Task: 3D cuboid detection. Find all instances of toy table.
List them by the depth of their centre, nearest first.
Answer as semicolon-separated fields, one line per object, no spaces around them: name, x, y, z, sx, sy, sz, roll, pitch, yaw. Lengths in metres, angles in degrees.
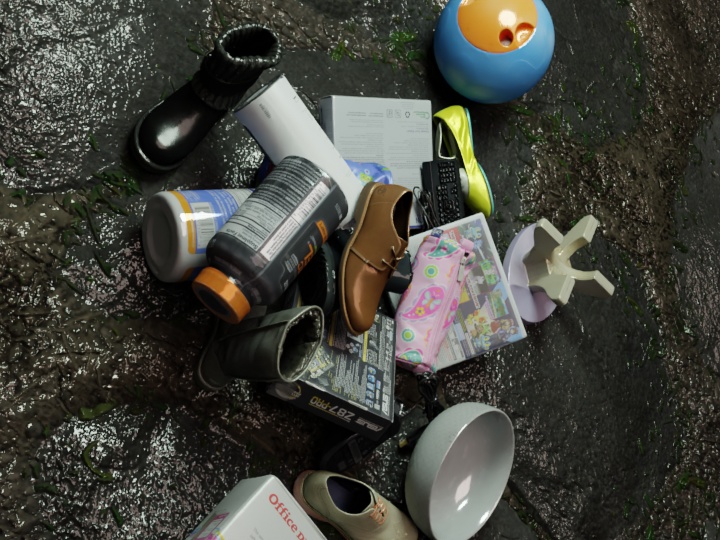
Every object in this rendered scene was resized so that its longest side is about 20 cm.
toy table;0.324;-0.009;1.510;0.183;0.117;0.202;31;60;-25

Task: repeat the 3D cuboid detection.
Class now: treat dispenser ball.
treat dispenser ball;0.221;-0.380;1.502;0.199;0.200;0.203;13;67;-33

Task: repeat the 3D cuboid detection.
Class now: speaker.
speaker;-0.072;-0.148;1.167;0.201;0.081;0.081;53;52;-18

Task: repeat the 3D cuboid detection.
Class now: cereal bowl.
cereal bowl;0.128;0.275;1.264;0.199;0.083;0.202;-23;121;-43

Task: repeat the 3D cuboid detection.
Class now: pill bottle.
pill bottle;-0.110;-0.033;1.066;0.106;0.106;0.200;46;66;-15
pill bottle;-0.167;-0.048;1.157;0.199;0.112;0.113;-6;78;-39

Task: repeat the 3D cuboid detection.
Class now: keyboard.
keyboard;0.137;-0.072;1.410;0.103;0.039;0.202;-12;97;-38

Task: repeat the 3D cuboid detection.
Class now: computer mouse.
computer mouse;0.028;0.215;1.242;0.199;0.141;0.046;-36;56;-8

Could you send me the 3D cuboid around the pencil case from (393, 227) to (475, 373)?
pencil case;0.100;0.047;1.298;0.087;0.087;0.202;26;81;-27

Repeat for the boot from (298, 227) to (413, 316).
boot;0.000;0.000;1.232;0.167;0.077;0.201;14;31;-23

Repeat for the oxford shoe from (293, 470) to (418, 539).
oxford shoe;0.007;0.321;1.187;0.199;0.074;0.071;30;59;-26

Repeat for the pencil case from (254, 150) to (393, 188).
pencil case;-0.050;-0.127;1.261;0.198;0.078;0.088;11;81;-15

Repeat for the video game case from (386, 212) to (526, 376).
video game case;0.134;0.036;1.358;0.181;0.023;0.202;-19;85;-9

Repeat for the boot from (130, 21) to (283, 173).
boot;-0.199;-0.227;1.162;0.079;0.157;0.212;44;53;-14

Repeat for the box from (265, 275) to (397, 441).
box;-0.031;0.109;1.178;0.160;0.049;0.201;27;34;-16

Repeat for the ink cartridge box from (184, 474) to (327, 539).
ink cartridge box;-0.140;0.361;1.057;0.200;0.084;0.145;-43;102;-37

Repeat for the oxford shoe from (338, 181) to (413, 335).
oxford shoe;0.022;-0.015;1.137;0.071;0.071;0.202;22;77;-54

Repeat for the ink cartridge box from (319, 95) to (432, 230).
ink cartridge box;0.029;-0.161;1.377;0.198;0.040;0.202;-5;93;-38

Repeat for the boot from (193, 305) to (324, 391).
boot;-0.115;0.065;1.099;0.072;0.199;0.183;28;60;-24

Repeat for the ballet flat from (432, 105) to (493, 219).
ballet flat;0.162;-0.175;1.487;0.066;0.067;0.202;-9;77;-17
